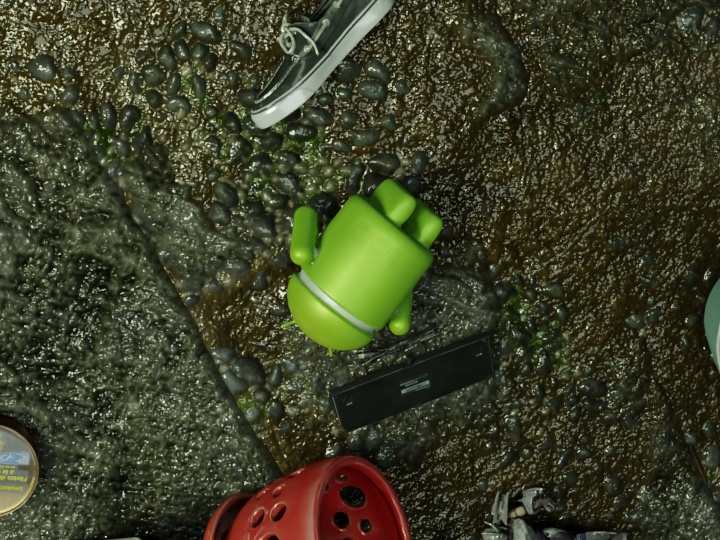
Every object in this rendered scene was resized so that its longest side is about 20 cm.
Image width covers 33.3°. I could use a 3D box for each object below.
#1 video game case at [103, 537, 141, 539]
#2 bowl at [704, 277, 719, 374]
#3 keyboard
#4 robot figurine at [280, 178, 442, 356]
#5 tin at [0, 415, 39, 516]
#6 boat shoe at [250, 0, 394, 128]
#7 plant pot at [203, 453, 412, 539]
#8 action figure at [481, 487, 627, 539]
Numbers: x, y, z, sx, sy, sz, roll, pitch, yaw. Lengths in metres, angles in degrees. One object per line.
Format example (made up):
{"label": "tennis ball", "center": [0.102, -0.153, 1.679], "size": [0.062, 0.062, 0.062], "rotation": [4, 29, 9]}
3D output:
{"label": "video game case", "center": [-0.241, 0.378, 1.353], "size": [0.201, 0.181, 0.022], "rotation": [53, 48, -20]}
{"label": "bowl", "center": [0.492, 0.059, 1.435], "size": [0.198, 0.105, 0.204], "rotation": [-3, 107, -10]}
{"label": "keyboard", "center": [0.057, 0.113, 1.388], "size": [0.198, 0.021, 0.128], "rotation": [-20, 135, -7]}
{"label": "robot figurine", "center": [0.000, 0.000, 1.308], "size": [0.175, 0.116, 0.201], "rotation": [34, 97, -31]}
{"label": "tin", "center": [-0.452, 0.212, 1.317], "size": [0.197, 0.042, 0.114], "rotation": [6, 101, -13]}
{"label": "boat shoe", "center": [-0.052, -0.237, 1.248], "size": [0.199, 0.074, 0.068], "rotation": [-45, 114, 3]}
{"label": "plant pot", "center": [-0.061, 0.323, 1.332], "size": [0.181, 0.201, 0.201], "rotation": [-23, 113, 30]}
{"label": "action figure", "center": [0.228, 0.336, 1.471], "size": [0.198, 0.069, 0.132], "rotation": [18, 71, -26]}
